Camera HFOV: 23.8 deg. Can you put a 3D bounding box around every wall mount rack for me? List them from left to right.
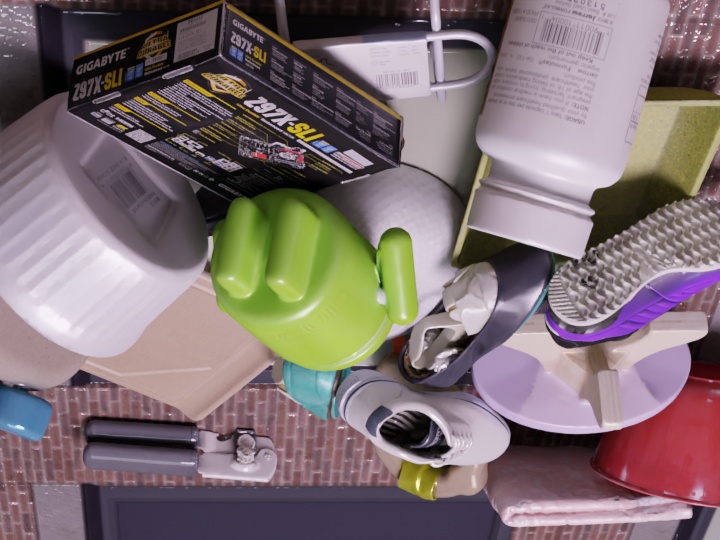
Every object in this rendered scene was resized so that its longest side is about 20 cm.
[{"bbox_3d":[-0.001,-0.191,1.266,0.199,0.075,0.174,-5,144,2],"label":"wall mount rack"}]

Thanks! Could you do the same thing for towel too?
[{"bbox_3d":[0.214,0.207,1.689,0.190,0.200,0.032,-2,99,-5],"label":"towel"}]

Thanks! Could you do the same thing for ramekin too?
[{"bbox_3d":[-0.210,-0.043,1.334,0.098,0.201,0.200,-36,131,23],"label":"ramekin"}]

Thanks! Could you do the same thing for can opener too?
[{"bbox_3d":[-0.180,0.189,1.723,0.199,0.053,0.067,8,140,-13],"label":"can opener"}]

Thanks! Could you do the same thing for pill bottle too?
[{"bbox_3d":[0.146,-0.117,1.250,0.114,0.201,0.114,16,-178,-1],"label":"pill bottle"}]

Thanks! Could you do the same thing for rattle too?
[{"bbox_3d":[0.079,0.109,1.657,0.130,0.143,0.201,-4,110,52],"label":"rattle"}]

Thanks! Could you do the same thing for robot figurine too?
[{"bbox_3d":[-0.042,0.010,1.340,0.174,0.116,0.200,1,160,24],"label":"robot figurine"}]

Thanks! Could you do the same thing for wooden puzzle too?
[{"bbox_3d":[-0.182,0.051,1.575,0.199,0.037,0.185,29,131,-27],"label":"wooden puzzle"}]

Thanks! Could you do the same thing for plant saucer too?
[{"bbox_3d":[0.182,-0.085,1.410,0.198,0.048,0.201,-2,141,-13],"label":"plant saucer"}]

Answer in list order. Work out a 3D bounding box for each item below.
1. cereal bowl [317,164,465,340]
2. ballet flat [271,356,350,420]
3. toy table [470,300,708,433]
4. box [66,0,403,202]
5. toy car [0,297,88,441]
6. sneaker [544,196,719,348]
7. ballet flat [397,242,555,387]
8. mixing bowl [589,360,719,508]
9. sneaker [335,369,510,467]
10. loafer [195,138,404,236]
[{"bbox_3d":[0.000,0.000,1.485,0.199,0.084,0.201,-2,139,-2],"label":"cereal bowl"},{"bbox_3d":[-0.046,0.096,1.581,0.070,0.068,0.200,14,171,3],"label":"ballet flat"},{"bbox_3d":[0.204,0.069,1.523,0.199,0.185,0.117,-12,157,-7],"label":"toy table"},{"bbox_3d":[-0.090,-0.115,1.258,0.159,0.050,0.200,-15,150,37],"label":"box"},{"bbox_3d":[-0.342,0.023,1.460,0.199,0.185,0.177,9,164,41],"label":"toy car"},{"bbox_3d":[0.238,0.009,1.435,0.199,0.070,0.100,-21,152,-14],"label":"sneaker"},{"bbox_3d":[0.090,0.040,1.450,0.073,0.073,0.200,15,141,-21],"label":"ballet flat"},{"bbox_3d":[0.324,0.148,1.633,0.199,0.200,0.109,5,97,-10],"label":"mixing bowl"},{"bbox_3d":[0.064,0.147,1.520,0.199,0.071,0.073,17,114,-38],"label":"sneaker"},{"bbox_3d":[-0.053,-0.074,1.399,0.199,0.072,0.063,-30,129,25],"label":"loafer"}]
